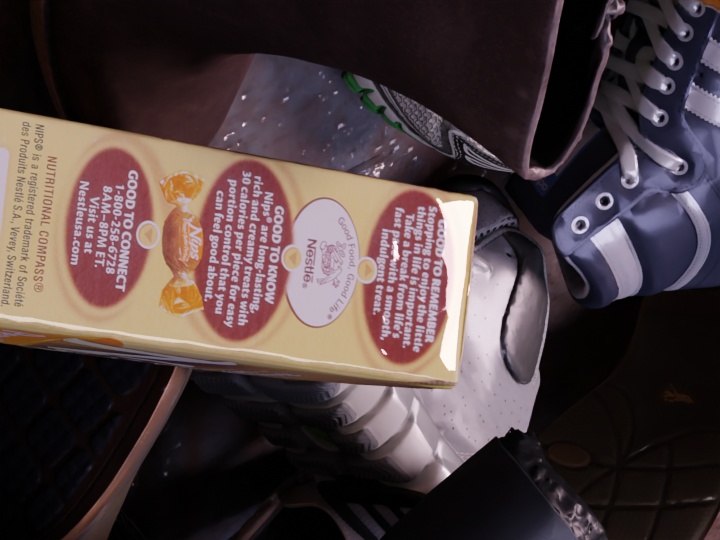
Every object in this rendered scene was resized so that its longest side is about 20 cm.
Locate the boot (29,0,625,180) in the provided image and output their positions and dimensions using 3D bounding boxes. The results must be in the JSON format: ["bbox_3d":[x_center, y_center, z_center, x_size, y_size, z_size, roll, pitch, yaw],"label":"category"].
[{"bbox_3d":[-0.010,-0.069,0.762,0.072,0.166,0.200,-17,138,-36],"label":"boot"}]

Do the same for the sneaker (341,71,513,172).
[{"bbox_3d":[0.034,-0.087,0.867,0.078,0.085,0.200,-38,147,-10],"label":"sneaker"}]

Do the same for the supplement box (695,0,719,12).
[{"bbox_3d":[0.125,-0.188,0.822,0.126,0.074,0.200,-27,127,-25],"label":"supplement box"}]

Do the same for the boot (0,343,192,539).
[{"bbox_3d":[-0.095,0.072,0.922,0.200,0.075,0.097,-48,154,26],"label":"boot"}]

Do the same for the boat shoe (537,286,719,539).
[{"bbox_3d":[0.110,0.072,1.099,0.200,0.072,0.068,-56,158,-25],"label":"boat shoe"}]

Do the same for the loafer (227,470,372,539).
[{"bbox_3d":[-0.018,0.109,1.009,0.200,0.072,0.063,-43,160,-30],"label":"loafer"}]

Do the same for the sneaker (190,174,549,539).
[{"bbox_3d":[0.000,0.000,0.959,0.200,0.075,0.116,52,55,-41],"label":"sneaker"}]

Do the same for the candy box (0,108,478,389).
[{"bbox_3d":[-0.084,-0.008,0.751,0.200,0.115,0.055,10,85,-34],"label":"candy box"}]

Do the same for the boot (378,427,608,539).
[{"bbox_3d":[-0.014,0.102,0.882,0.168,0.076,0.200,-38,143,4],"label":"boot"}]

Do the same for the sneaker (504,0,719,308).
[{"bbox_3d":[0.100,-0.073,0.969,0.108,0.070,0.200,-14,125,-10],"label":"sneaker"}]
